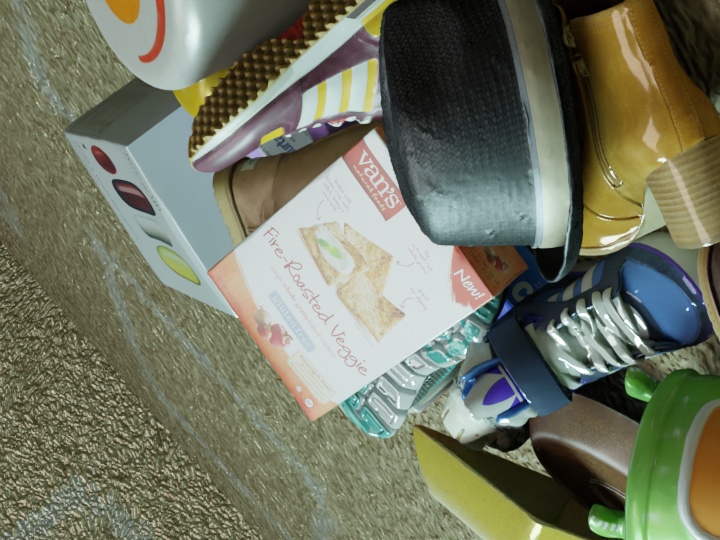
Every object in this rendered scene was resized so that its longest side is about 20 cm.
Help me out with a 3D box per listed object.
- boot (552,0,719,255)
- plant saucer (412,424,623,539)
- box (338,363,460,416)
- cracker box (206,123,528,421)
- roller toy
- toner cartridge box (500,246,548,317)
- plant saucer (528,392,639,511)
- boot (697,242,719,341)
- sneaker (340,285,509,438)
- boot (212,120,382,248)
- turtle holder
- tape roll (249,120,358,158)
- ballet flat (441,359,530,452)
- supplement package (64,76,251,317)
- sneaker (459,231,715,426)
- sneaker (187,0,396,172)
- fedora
[{"bbox_3d":[0.139,-0.086,0.800,0.145,0.070,0.201,66,167,-7],"label":"boot"},{"bbox_3d":[0.150,0.208,1.159,0.199,0.049,0.200,25,-177,-30],"label":"plant saucer"},{"bbox_3d":[0.020,0.046,1.252,0.128,0.109,0.200,52,163,-5],"label":"box"},{"bbox_3d":[0.000,0.000,0.987,0.200,0.058,0.134,-38,88,39],"label":"cracker box"},{"bbox_3d":[-0.116,-0.220,0.960,0.183,0.139,0.201,55,152,20],"label":"roller toy"},{"bbox_3d":[0.094,0.001,1.089,0.200,0.043,0.095,50,161,4],"label":"toner cartridge box"},{"bbox_3d":[0.204,0.164,1.084,0.199,0.035,0.201,34,164,11],"label":"plant saucer"},{"bbox_3d":[0.275,0.035,0.713,0.201,0.072,0.166,52,150,3],"label":"boot"},{"bbox_3d":[0.054,0.040,1.068,0.078,0.091,0.200,46,134,5],"label":"sneaker"},{"bbox_3d":[-0.001,-0.023,1.051,0.199,0.066,0.176,-9,119,35],"label":"boot"},{"bbox_3d":[0.229,0.147,0.891,0.131,0.141,0.186,8,138,26],"label":"turtle holder"},{"bbox_3d":[-0.051,-0.139,1.139,0.200,0.066,0.201,44,160,20],"label":"tape roll"},{"bbox_3d":[0.102,0.115,1.158,0.072,0.072,0.200,44,179,21],"label":"ballet flat"},{"bbox_3d":[-0.144,-0.087,1.335,0.192,0.147,0.200,59,162,-22],"label":"supplement package"},{"bbox_3d":[0.136,0.053,0.916,0.081,0.146,0.200,53,162,-7],"label":"sneaker"},{"bbox_3d":[-0.021,-0.115,0.915,0.090,0.199,0.075,41,-159,-29],"label":"sneaker"},{"bbox_3d":[0.060,-0.087,0.794,0.201,0.091,0.203,168,90,-88],"label":"fedora"}]
